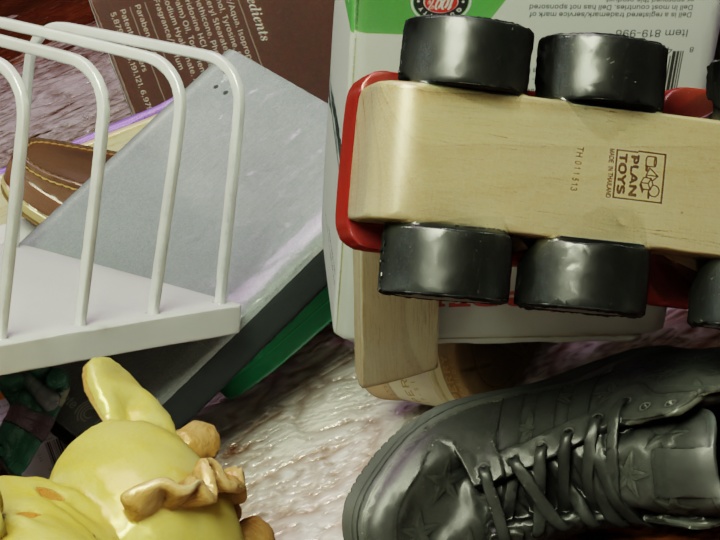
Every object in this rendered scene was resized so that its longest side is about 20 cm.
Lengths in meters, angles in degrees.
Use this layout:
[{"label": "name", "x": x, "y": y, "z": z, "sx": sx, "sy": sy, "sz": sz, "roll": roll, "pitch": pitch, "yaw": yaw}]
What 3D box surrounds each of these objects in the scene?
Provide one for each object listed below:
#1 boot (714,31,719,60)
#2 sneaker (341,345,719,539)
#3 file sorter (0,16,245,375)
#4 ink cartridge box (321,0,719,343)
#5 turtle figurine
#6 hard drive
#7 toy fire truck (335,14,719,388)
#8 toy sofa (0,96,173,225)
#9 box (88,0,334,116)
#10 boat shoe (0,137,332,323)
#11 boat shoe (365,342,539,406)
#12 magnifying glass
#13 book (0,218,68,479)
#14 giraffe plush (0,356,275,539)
[{"label": "boot", "x": 0.175, "y": -0.051, "z": 1.018, "sx": 0.074, "sy": 0.200, "sz": 0.097, "roll": -28, "pitch": 58, "yaw": 1}, {"label": "sneaker", "x": 0.098, "y": 0.066, "z": 0.840, "sx": 0.199, "sy": 0.060, "sz": 0.104, "roll": -22, "pitch": 13, "yaw": -23}, {"label": "file sorter", "x": -0.156, "y": -0.037, "z": 0.946, "sx": 0.138, "sy": 0.125, "sz": 0.200, "roll": 15, "pitch": 13, "yaw": 33}, {"label": "ink cartridge box", "x": 0.060, "y": -0.071, "z": 0.932, "sx": 0.146, "sy": 0.201, "sz": 0.083, "roll": 0, "pitch": 39, "yaw": -7}, {"label": "turtle figurine", "x": -0.191, "y": 0.083, "z": 0.977, "sx": 0.149, "sy": 0.101, "sz": 0.200, "roll": -12, "pitch": 24, "yaw": -22}, {"label": "hard drive", "x": -0.085, "y": -0.006, "z": 1.068, "sx": 0.200, "sy": 0.033, "sz": 0.139, "roll": -45, "pitch": 48, "yaw": -15}, {"label": "toy fire truck", "x": 0.068, "y": -0.014, "z": 0.870, "sx": 0.175, "sy": 0.130, "sz": 0.200, "roll": 5, "pitch": -2, "yaw": -13}, {"label": "toy sofa", "x": -0.145, "y": -0.039, "z": 1.273, "sx": 0.199, "sy": 0.098, "sz": 0.083, "roll": -23, "pitch": 18, "yaw": -8}, {"label": "box", "x": -0.038, "y": -0.147, "z": 1.451, "sx": 0.199, "sy": 0.165, "sz": 0.166, "roll": -15, "pitch": 17, "yaw": 16}, {"label": "boat shoe", "x": -0.083, "y": -0.036, "z": 1.173, "sx": 0.199, "sy": 0.068, "sz": 0.072, "roll": 16, "pitch": 28, "yaw": -1}, {"label": "boat shoe", "x": 0.064, "y": -0.004, "z": 1.069, "sx": 0.064, "sy": 0.072, "sz": 0.200, "roll": -6, "pitch": 23, "yaw": 35}, {"label": "magnifying glass", "x": 0.000, "y": 0.000, "z": 1.090, "sx": 0.200, "sy": 0.022, "sz": 0.080, "roll": -40, "pitch": 6, "yaw": 31}, {"label": "book", "x": -0.181, "y": 0.054, "z": 1.109, "sx": 0.133, "sy": 0.048, "sz": 0.200, "roll": -21, "pitch": 38, "yaw": -7}, {"label": "giraffe plush", "x": -0.115, "y": 0.105, "z": 0.831, "sx": 0.199, "sy": 0.174, "sz": 0.162, "roll": -8, "pitch": 7, "yaw": 33}]
